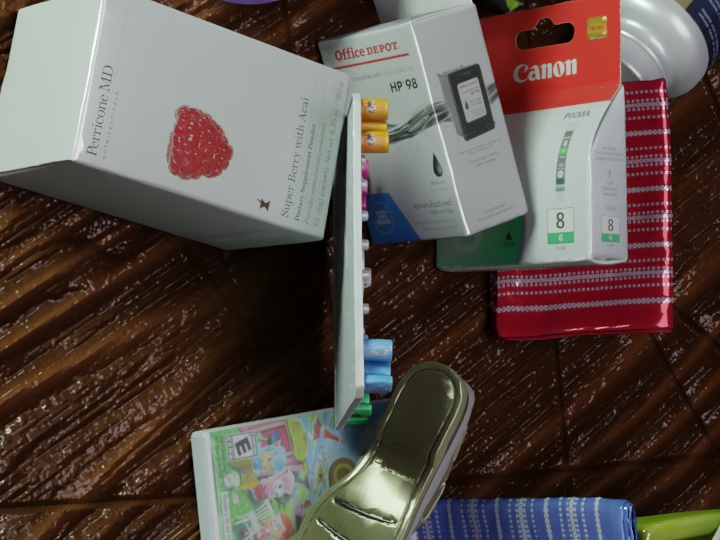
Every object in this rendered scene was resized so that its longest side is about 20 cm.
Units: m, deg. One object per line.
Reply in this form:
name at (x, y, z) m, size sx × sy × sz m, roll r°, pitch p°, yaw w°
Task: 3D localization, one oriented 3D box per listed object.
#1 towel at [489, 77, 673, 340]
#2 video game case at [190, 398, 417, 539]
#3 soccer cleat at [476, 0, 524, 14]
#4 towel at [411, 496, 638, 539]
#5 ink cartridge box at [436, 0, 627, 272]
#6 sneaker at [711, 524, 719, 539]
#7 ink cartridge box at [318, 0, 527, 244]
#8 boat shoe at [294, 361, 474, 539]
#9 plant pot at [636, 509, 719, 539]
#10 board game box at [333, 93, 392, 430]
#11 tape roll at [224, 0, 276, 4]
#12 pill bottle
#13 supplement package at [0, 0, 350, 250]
towel at (0.169, -0.046, 1.591) m, size 0.022 × 0.145 × 0.200 m, roll 7°, pitch 82°, yaw -75°
video game case at (-0.033, 0.203, 1.485) m, size 0.182 × 0.022 × 0.200 m, roll -7°, pitch 92°, yaw -38°
soccer cleat at (0.077, -0.246, 1.545) m, size 0.200 × 0.081 × 0.068 m, roll 36°, pitch 62°, yaw -70°
towel at (0.120, 0.237, 1.491) m, size 0.024 × 0.200 × 0.145 m, roll -10°, pitch 94°, yaw -53°
ink cartridge box at (0.126, -0.101, 1.537) m, size 0.050 × 0.161 × 0.200 m, roll -1°, pitch 88°, yaw -41°
sneaker at (0.281, 0.223, 1.478) m, size 0.071 × 0.073 × 0.200 m, roll 18°, pitch 68°, yaw -27°
ink cartridge box at (0.039, -0.125, 1.500) m, size 0.067 × 0.116 × 0.200 m, roll -22°, pitch 100°, yaw -35°
boat shoe at (0.022, 0.163, 1.466) m, size 0.200 × 0.075 × 0.068 m, roll -55°, pitch 154°, yaw -5°
plant pot at (0.226, 0.282, 1.581) m, size 0.199 × 0.181 × 0.200 m, roll 1°, pitch 87°, yaw -38°
board game box at (0.000, 0.000, 1.408) m, size 0.026 × 0.200 × 0.200 m, roll 0°, pitch 79°, yaw -4°
tape roll at (-0.070, -0.293, 1.456) m, size 0.200 × 0.066 × 0.200 m, roll 2°, pitch 86°, yaw -37°
pill bottle at (0.250, -0.210, 1.670) m, size 0.200 × 0.111 × 0.111 m, roll -50°, pitch 116°, yaw -29°
supplement package at (-0.127, -0.097, 1.367) m, size 0.200 × 0.120 × 0.121 m, roll 16°, pitch 78°, yaw -36°
